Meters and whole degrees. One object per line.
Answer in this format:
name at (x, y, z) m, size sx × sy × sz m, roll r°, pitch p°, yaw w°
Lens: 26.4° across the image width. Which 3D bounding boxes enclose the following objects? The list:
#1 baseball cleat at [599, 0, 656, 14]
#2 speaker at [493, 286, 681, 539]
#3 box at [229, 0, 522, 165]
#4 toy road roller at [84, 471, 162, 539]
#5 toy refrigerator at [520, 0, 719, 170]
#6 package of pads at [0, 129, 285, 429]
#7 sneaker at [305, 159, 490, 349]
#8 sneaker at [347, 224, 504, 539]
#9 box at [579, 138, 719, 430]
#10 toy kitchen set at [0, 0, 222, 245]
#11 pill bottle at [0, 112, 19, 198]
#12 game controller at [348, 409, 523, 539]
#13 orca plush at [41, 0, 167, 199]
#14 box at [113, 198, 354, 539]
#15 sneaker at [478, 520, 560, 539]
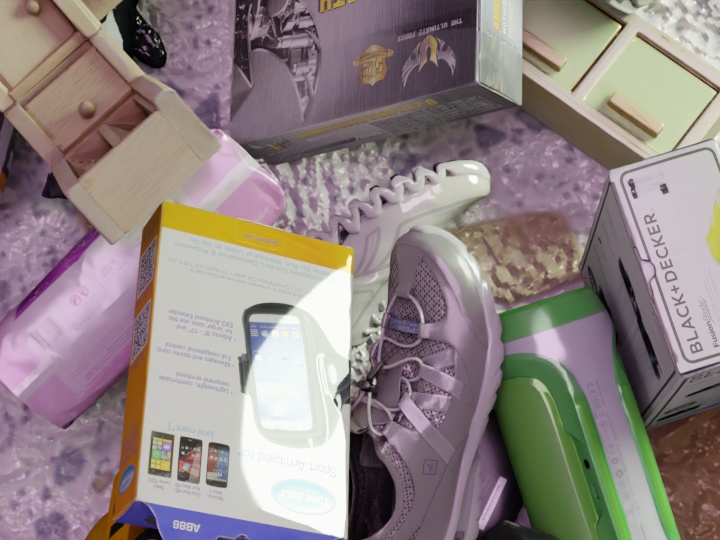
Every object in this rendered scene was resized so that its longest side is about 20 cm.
baseball cleat at (0.156, -0.220, 0.969) m, size 0.106 × 0.070 × 0.200 m, roll 42°, pitch 38°, yaw -12°
speaker at (0.130, 0.114, 0.889) m, size 0.088 × 0.088 × 0.200 m, roll -17°, pitch 88°, yaw 1°
box at (0.006, -0.162, 0.952) m, size 0.200 × 0.048 × 0.159 m, roll -9°, pitch 72°, yaw 39°
toy road roller at (-0.098, 0.147, 0.893) m, size 0.146 × 0.123 × 0.200 m, roll -26°, pitch 48°, yaw 43°
toy refrigerator at (0.134, -0.135, 0.975) m, size 0.200 × 0.070 × 0.076 m, roll 38°, pitch 82°, yaw 12°
package of pads at (-0.138, 0.002, 0.934) m, size 0.076 × 0.120 × 0.200 m, roll 45°, pitch 84°, yaw -8°
sneaker at (0.000, 0.000, 0.956) m, size 0.200 × 0.075 × 0.081 m, roll -32°, pitch 85°, yaw 8°
sneaker at (0.028, 0.074, 0.863) m, size 0.082 × 0.075 × 0.201 m, roll 1°, pitch 90°, yaw -34°
box at (0.175, 0.017, 0.866) m, size 0.060 × 0.200 × 0.117 m, roll -17°, pitch 74°, yaw 0°
toy kitchen set at (-0.153, -0.154, 0.857) m, size 0.163 × 0.180 × 0.200 m, roll -43°, pitch 109°, yaw -3°
pill bottle at (-0.265, -0.143, 0.990) m, size 0.116 × 0.116 × 0.200 m, roll 10°, pitch 77°, yaw 8°
game controller at (0.049, 0.127, 0.939) m, size 0.104 × 0.042 × 0.200 m, roll 27°, pitch 80°, yaw -4°
orca plush at (-0.156, -0.141, 1.004) m, size 0.071 × 0.105 × 0.201 m, roll 8°, pitch 72°, yaw -25°
box at (-0.065, 0.068, 0.827) m, size 0.119 × 0.041 × 0.200 m, roll 15°, pitch 60°, yaw -22°
sneaker at (0.081, 0.237, 0.876) m, size 0.086 × 0.080 × 0.200 m, roll 18°, pitch 108°, yaw -4°
